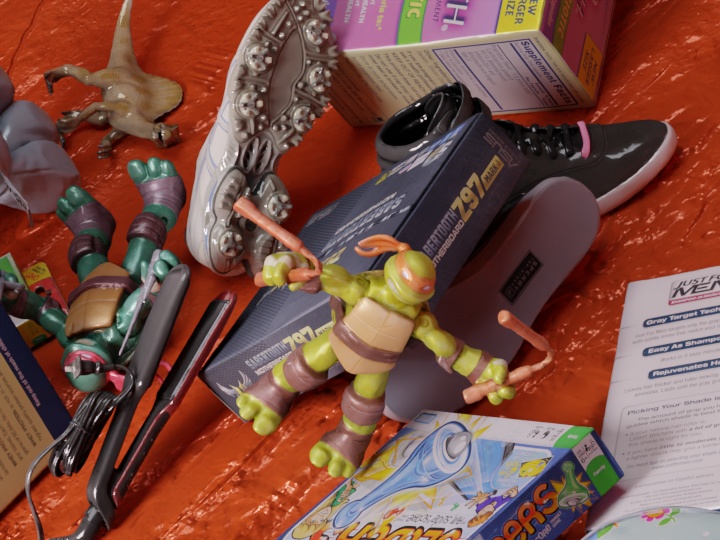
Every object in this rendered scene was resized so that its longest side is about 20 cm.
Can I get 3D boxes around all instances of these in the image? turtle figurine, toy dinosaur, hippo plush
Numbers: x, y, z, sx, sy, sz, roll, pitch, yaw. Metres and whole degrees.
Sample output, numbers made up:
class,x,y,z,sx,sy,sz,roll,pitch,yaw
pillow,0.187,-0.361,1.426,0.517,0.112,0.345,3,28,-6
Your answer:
class,x,y,z,sx,sy,sz,roll,pitch,yaw
turtle figurine,-0.005,0.034,1.426,0.162,0.199,0.065,-53,20,37
turtle figurine,-0.176,0.014,1.700,0.149,0.101,0.201,-6,38,13
toy dinosaur,-0.188,-0.136,1.964,0.100,0.058,0.200,-13,41,-8
hippo plush,-0.310,-0.054,1.874,0.161,0.159,0.201,-42,43,18

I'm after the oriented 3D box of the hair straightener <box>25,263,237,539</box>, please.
class,x,y,z,sx,sy,sz,roll,pitch,yaw
hair straightener,-0.156,0.083,1.583,0.201,0.077,0.041,-60,20,-6

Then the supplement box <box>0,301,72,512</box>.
class,x,y,z,sx,sy,sz,roll,pitch,yaw
supplement box,-0.323,0.085,1.610,0.134,0.201,0.200,15,52,46

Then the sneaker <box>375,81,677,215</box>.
class,x,y,z,sx,sy,sz,roll,pitch,yaw
sneaker,0.100,-0.079,1.643,0.199,0.100,0.071,-17,33,10

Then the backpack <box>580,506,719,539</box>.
class,x,y,z,sx,sy,sz,roll,pitch,yaw
backpack,0.148,0.204,1.193,0.199,0.154,0.176,-4,44,39

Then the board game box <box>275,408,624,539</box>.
class,x,y,z,sx,sy,sz,roll,pitch,yaw
board game box,0.040,0.135,1.395,0.135,0.035,0.200,-40,16,-20

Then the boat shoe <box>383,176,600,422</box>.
class,x,y,z,sx,sy,sz,roll,pitch,yaw
boat shoe,0.067,0.017,1.572,0.200,0.070,0.066,-51,18,-22

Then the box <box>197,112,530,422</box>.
class,x,y,z,sx,sy,sz,roll,pitch,yaw
box,0.000,0.000,1.573,0.200,0.051,0.158,-30,20,52

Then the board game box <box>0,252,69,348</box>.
class,x,y,z,sx,sy,sz,roll,pitch,yaw
board game box,-0.302,0.056,1.793,0.199,0.030,0.096,-28,34,-7

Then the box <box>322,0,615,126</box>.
class,x,y,z,sx,sy,sz,roll,pitch,yaw
box,0.072,-0.206,1.785,0.199,0.097,0.177,-2,61,30

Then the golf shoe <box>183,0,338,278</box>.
class,x,y,z,sx,sy,sz,roll,pitch,yaw
golf shoe,-0.080,-0.097,1.744,0.097,0.078,0.201,12,83,58

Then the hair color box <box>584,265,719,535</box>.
class,x,y,z,sx,sy,sz,roll,pitch,yaw
hair color box,0.189,0.083,1.400,0.099,0.061,0.201,-11,37,24
